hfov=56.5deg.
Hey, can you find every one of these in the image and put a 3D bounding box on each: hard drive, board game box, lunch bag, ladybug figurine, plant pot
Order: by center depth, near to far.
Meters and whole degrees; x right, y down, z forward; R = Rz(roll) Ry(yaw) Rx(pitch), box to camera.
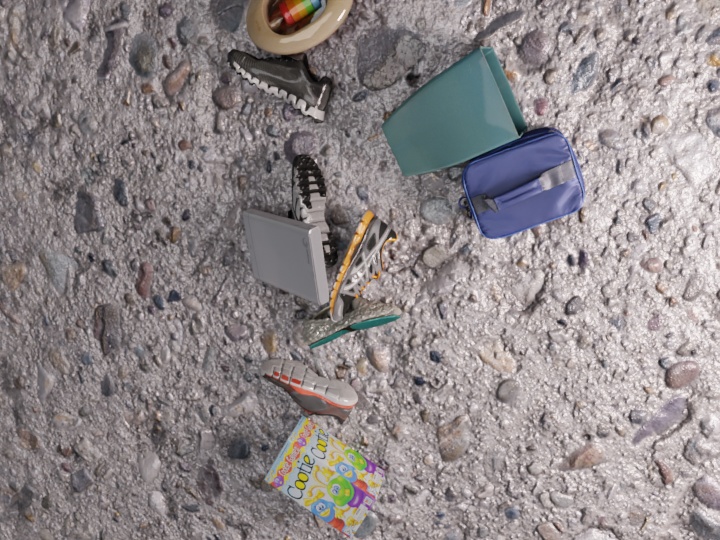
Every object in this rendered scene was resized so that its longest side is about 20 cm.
[{"bbox_3d":[0.251,-0.138,1.071,0.196,0.132,0.139,-21,98,16],"label":"lunch bag"},{"bbox_3d":[0.143,-0.241,1.071,0.197,0.141,0.144,-23,98,24],"label":"plant pot"},{"bbox_3d":[-0.093,-0.429,1.103,0.196,0.072,0.139,-23,84,11],"label":"ladybug figurine"},{"bbox_3d":[-0.133,-0.028,1.173,0.198,0.026,0.135,17,122,45],"label":"hard drive"},{"bbox_3d":[-0.066,0.392,1.284,0.197,0.105,0.104,32,107,3],"label":"board game box"}]

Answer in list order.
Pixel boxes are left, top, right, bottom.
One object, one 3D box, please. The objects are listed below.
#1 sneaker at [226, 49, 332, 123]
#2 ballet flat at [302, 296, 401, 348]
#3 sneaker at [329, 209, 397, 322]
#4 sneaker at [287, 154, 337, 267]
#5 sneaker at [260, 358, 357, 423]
[{"bbox_3d":[-0.132,-0.340,1.148,0.197,0.067,0.092,31,105,0],"label":"sneaker"},{"bbox_3d":[-0.024,0.084,1.224,0.196,0.072,0.073,-20,99,16],"label":"ballet flat"},{"bbox_3d":[0.000,0.000,1.178,0.076,0.078,0.204,23,93,-6],"label":"sneaker"},{"bbox_3d":[-0.101,-0.099,1.186,0.089,0.066,0.206,-15,86,45],"label":"sneaker"},{"bbox_3d":[-0.106,0.238,1.275,0.196,0.077,0.084,22,114,7],"label":"sneaker"}]
